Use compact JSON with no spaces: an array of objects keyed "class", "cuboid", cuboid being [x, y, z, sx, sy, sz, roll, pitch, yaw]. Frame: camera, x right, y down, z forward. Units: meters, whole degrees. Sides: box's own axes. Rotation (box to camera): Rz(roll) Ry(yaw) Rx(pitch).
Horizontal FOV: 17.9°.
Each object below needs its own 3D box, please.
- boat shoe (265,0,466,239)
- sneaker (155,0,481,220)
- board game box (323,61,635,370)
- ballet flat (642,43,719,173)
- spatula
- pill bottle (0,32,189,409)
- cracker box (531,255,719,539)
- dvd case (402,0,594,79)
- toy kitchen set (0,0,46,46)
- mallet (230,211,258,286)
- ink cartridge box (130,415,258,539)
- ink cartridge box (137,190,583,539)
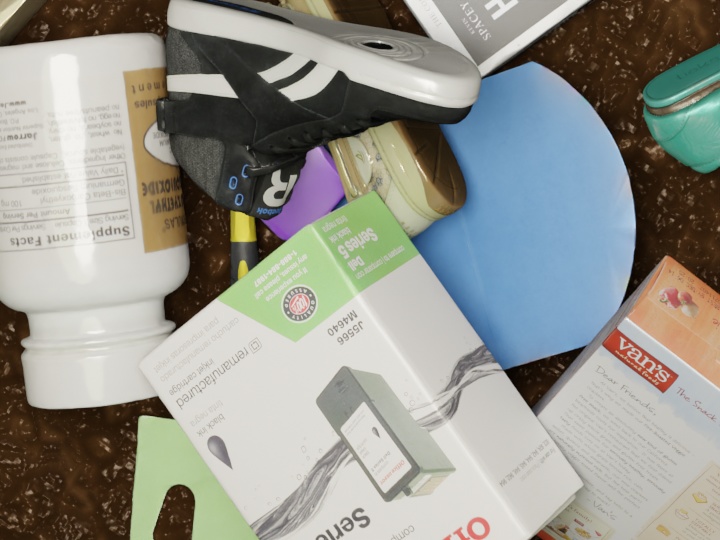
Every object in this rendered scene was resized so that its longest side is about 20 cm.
[{"class":"boat shoe","cuboid":[-0.012,-0.107,1.271,0.063,0.073,0.201,-35,69,24]},{"class":"sneaker","cuboid":[-0.023,-0.075,1.211,0.199,0.073,0.113,19,110,36]},{"class":"board game box","cuboid":[0.067,-0.022,1.296,0.199,0.039,0.159,-18,85,25]},{"class":"ballet flat","cuboid":[0.252,-0.119,1.263,0.199,0.067,0.071,-32,116,9]},{"class":"spatula","cuboid":[0.000,0.000,1.284,0.056,0.021,0.200,-40,82,12]},{"class":"pill bottle","cuboid":[-0.155,-0.029,1.288,0.113,0.114,0.202,-5,95,7]},{"class":"cracker box","cuboid":[0.164,0.097,1.233,0.134,0.058,0.200,38,143,2]},{"class":"dvd case","cuboid":[0.098,-0.220,1.284,0.199,0.025,0.151,-35,91,8]},{"class":"toy kitchen set","cuboid":[-0.262,-0.196,1.251,0.163,0.180,0.200,42,97,2]},{"class":"mallet","cuboid":[-0.058,-0.026,1.320,0.065,0.041,0.202,-8,99,5]},{"class":"ink cartridge box","cuboid":[-0.041,0.167,1.329,0.198,0.048,0.147,6,96,4]},{"class":"ink cartridge box","cuboid":[0.000,0.084,1.230,0.145,0.084,0.201,-38,86,30]}]
